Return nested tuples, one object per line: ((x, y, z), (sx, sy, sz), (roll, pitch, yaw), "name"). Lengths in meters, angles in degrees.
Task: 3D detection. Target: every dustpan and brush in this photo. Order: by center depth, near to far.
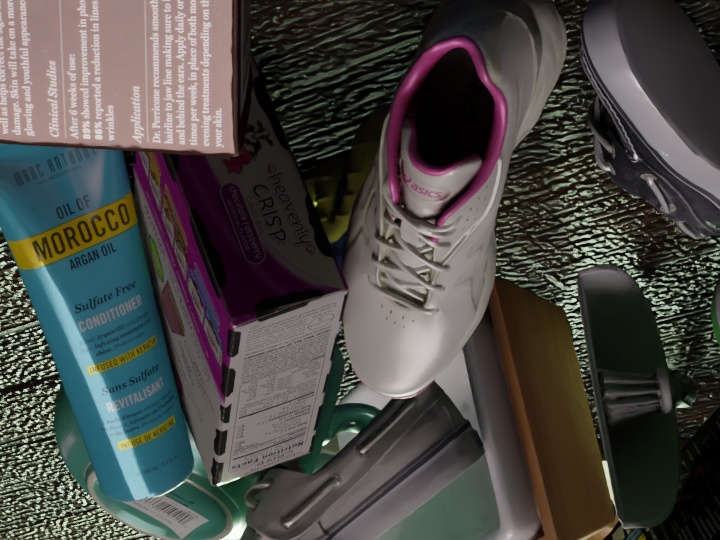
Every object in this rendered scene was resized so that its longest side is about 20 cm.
((0.163, 0.069, 1.172), (0.057, 0.141, 0.200), (-10, 174, 7), "dustpan and brush")

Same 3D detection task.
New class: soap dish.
((0.065, 0.113, 1.217), (0.080, 0.159, 0.200), (-2, 158, -27), "soap dish")

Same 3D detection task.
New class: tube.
((-0.131, 0.017, 1.034), (0.050, 0.077, 0.202), (21, 132, 52), "tube")

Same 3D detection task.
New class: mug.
((-0.081, 0.085, 1.172), (0.183, 0.115, 0.153), (5, 145, 20), "mug")

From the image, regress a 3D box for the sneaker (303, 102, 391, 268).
((0.000, 0.000, 1.038), (0.075, 0.106, 0.200), (3, 155, -19), "sneaker")

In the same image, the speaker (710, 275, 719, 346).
((0.245, 0.002, 1.008), (0.088, 0.089, 0.200), (11, 163, -14), "speaker")

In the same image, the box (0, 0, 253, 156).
((-0.143, -0.109, 0.846), (0.198, 0.075, 0.101), (3, 123, 0), "box")

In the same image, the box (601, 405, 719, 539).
((0.204, 0.128, 1.130), (0.049, 0.160, 0.200), (39, -175, -3), "box")

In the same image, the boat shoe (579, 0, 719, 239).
((0.136, -0.064, 0.948), (0.067, 0.072, 0.200), (-14, 156, 28), "boat shoe")

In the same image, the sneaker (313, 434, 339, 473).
((-0.058, 0.144, 1.360), (0.198, 0.083, 0.074), (7, 152, -6), "sneaker")

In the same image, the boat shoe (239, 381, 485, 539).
((-0.029, 0.128, 1.102), (0.199, 0.066, 0.072), (-35, 178, -4), "boat shoe")

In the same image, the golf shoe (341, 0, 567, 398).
((0.027, -0.030, 0.902), (0.075, 0.092, 0.202), (20, 112, 12), "golf shoe")

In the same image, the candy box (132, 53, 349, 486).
((-0.064, 0.003, 1.016), (0.060, 0.137, 0.200), (-17, 157, -15), "candy box")

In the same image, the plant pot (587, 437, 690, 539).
((0.192, 0.154, 1.408), (0.198, 0.028, 0.201), (2, 153, 1), "plant pot")
